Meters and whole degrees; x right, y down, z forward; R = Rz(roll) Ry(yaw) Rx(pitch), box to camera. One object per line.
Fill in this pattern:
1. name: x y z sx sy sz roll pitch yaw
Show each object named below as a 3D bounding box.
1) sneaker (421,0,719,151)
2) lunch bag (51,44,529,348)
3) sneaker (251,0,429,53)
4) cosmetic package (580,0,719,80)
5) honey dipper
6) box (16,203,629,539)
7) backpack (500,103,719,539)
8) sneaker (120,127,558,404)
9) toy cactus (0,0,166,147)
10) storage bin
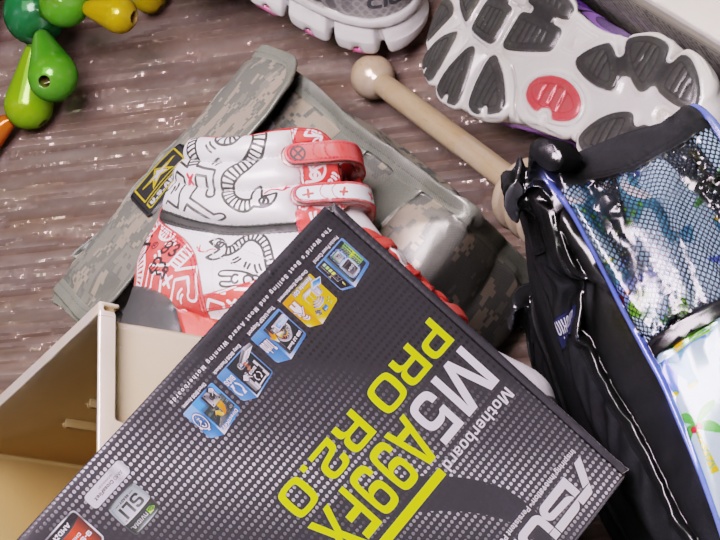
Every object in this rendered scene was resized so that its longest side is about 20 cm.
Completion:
1. sneaker: 0.106 -0.082 1.216 0.200 0.083 0.081 37 97 43
2. lunch bag: -0.042 -0.002 1.232 0.164 0.118 0.200 -50 56 -1
3. sneaker: -0.054 -0.182 1.298 0.199 0.088 0.074 24 49 13
4. cosmetic package: 0.160 -0.142 1.197 0.200 0.103 0.087 37 89 32
5. honey dipper: 0.048 -0.060 1.233 0.038 0.038 0.200 -49 41 1
6. box: -0.017 0.097 0.988 0.160 0.044 0.200 42 62 1
7. backpack: 0.159 0.047 1.074 0.147 0.183 0.200 -21 66 -4
8. sneaker: -0.001 0.000 1.111 0.201 0.067 0.108 13 81 23
9. toy cactus: -0.185 -0.155 1.392 0.200 0.102 0.165 -33 48 21
10. storage bin: -0.102 0.144 1.084 0.200 0.093 0.199 -37 49 56
